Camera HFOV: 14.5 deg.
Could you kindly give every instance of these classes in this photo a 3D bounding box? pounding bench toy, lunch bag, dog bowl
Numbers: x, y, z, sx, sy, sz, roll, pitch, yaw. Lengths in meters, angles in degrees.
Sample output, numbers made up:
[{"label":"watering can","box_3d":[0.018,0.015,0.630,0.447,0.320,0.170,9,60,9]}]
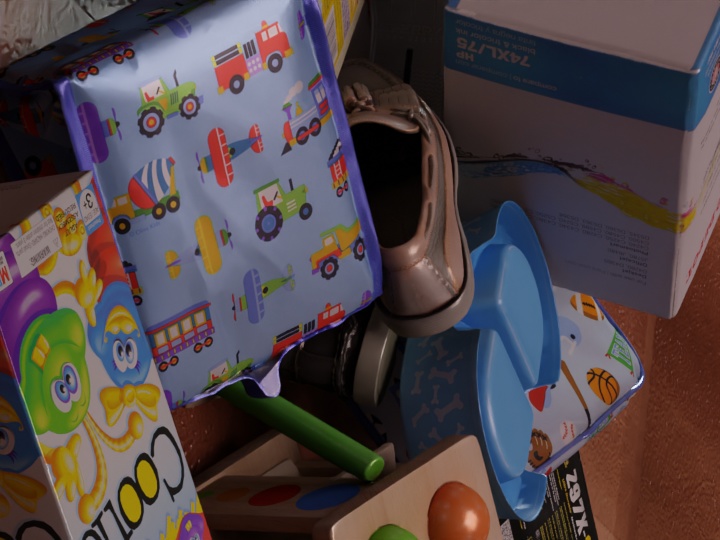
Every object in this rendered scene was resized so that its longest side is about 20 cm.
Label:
[{"label":"pounding bench toy","box_3d":[-0.018,0.126,1.422,0.124,0.156,0.201,-29,110,-46]},{"label":"lunch bag","box_3d":[0.071,0.049,1.665,0.160,0.076,0.200,52,38,4]},{"label":"dog bowl","box_3d":[0.064,0.051,1.526,0.200,0.049,0.112,-79,152,-48]},{"label":"lunch bag","box_3d":[-0.073,-0.029,1.368,0.150,0.094,0.201,-29,108,-29]}]

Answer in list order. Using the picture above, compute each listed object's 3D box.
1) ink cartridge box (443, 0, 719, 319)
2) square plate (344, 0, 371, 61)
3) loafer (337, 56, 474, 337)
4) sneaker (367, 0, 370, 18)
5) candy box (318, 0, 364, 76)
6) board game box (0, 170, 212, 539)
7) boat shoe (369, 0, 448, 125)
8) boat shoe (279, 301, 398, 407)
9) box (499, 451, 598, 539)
[{"label":"ink cartridge box","box_3d":[0.137,-0.104,1.593,0.200,0.145,0.147,88,23,-48]},{"label":"square plate","box_3d":[-0.054,-0.125,1.521,0.198,0.028,0.201,-53,144,-44]},{"label":"loafer","box_3d":[0.015,-0.054,1.491,0.200,0.072,0.063,-107,174,-45]},{"label":"sneaker","box_3d":[0.001,-0.175,1.653,0.200,0.078,0.090,58,44,-30]},{"label":"candy box","box_3d":[-0.023,-0.165,1.445,0.200,0.026,0.103,84,20,-60]},{"label":"board game box","box_3d":[-0.155,0.072,1.255,0.103,0.105,0.201,-44,122,-56]},{"label":"boat shoe","box_3d":[0.039,-0.159,1.608,0.067,0.073,0.201,-24,128,-73]},{"label":"boat shoe","box_3d":[0.000,0.000,1.543,0.201,0.060,0.072,-70,168,-59]},{"label":"box","box_3d":[0.101,0.187,1.776,0.160,0.049,0.201,-37,116,-62]}]
